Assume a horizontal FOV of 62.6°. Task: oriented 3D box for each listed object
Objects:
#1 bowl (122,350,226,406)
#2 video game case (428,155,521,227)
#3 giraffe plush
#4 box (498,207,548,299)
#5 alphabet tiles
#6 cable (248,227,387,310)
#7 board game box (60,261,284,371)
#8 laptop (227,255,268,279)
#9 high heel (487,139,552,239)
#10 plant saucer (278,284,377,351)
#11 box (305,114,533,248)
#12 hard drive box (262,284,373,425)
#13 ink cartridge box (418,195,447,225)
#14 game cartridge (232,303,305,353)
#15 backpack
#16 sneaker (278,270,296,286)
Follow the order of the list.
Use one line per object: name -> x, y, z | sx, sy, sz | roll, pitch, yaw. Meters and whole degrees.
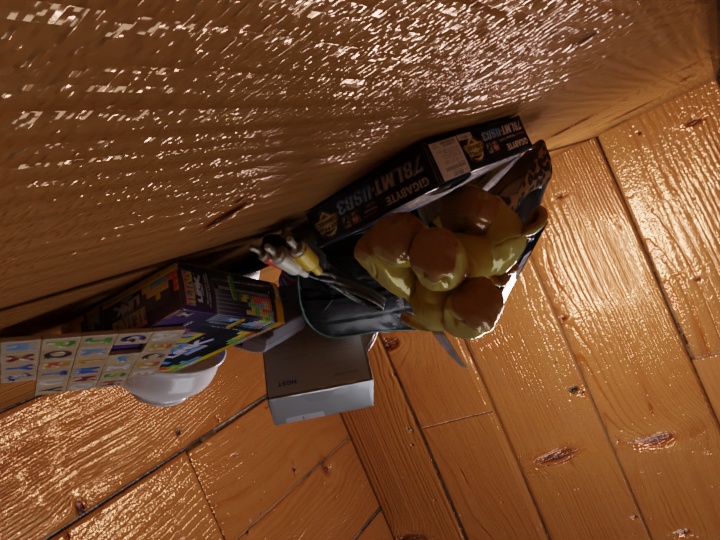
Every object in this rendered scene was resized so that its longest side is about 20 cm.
bowl -> -0.333, 0.165, 1.001 | 0.197, 0.092, 0.201 | 12, -165, -3
video game case -> 0.181, -0.102, 0.935 | 0.181, 0.025, 0.200 | -47, 164, -3
giraffe plush -> 0.115, -0.018, 0.633 | 0.162, 0.201, 0.172 | -47, -140, -16
box -> 0.229, -0.052, 1.169 | 0.117, 0.199, 0.199 | -25, 143, -56
alphabet tiles -> -0.296, 0.102, 0.643 | 0.165, 0.008, 0.200 | -2, 156, -32
cable -> -0.053, 0.010, 0.726 | 0.096, 0.200, 0.051 | -3, -123, 42
board game box -> -0.216, 0.064, 0.692 | 0.198, 0.058, 0.165 | -25, 161, 26
laptop -> -0.177, 0.043, 1.007 | 0.198, 0.105, 0.177 | -24, -179, 23
high heel -> 0.195, -0.130, 0.817 | 0.198, 0.145, 0.071 | 10, -178, -43
plant saucer -> -0.063, 0.075, 1.022 | 0.198, 0.202, 0.030 | -24, 157, -12
box -> 0.068, -0.101, 0.681 | 0.197, 0.050, 0.199 | -24, 180, -45
hard drive box -> -0.073, 0.117, 0.913 | 0.153, 0.202, 0.078 | -8, 138, -6
ink cartridge box -> 0.090, -0.092, 1.017 | 0.143, 0.086, 0.199 | -24, 179, 35
game cartridge -> -0.185, 0.064, 0.847 | 0.197, 0.042, 0.133 | 12, -162, 20
backpack -> 0.000, 0.000, 0.852 | 0.197, 0.179, 0.154 | -13, -151, -12
sneaker -> -0.050, -0.035, 0.995 | 0.198, 0.071, 0.094 | -34, 164, -23
